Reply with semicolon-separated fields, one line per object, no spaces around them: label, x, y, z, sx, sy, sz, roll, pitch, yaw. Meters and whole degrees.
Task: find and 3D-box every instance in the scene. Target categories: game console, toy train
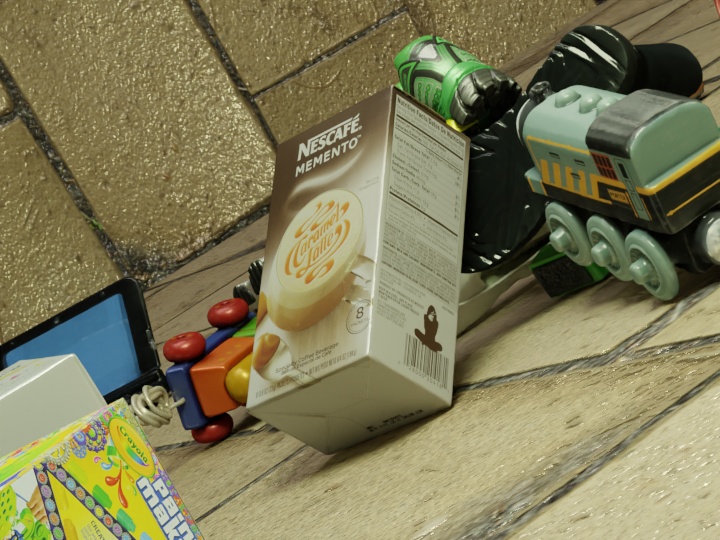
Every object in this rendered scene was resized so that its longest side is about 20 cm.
game console;-0.294;0.116;2.321;0.199;0.117;0.176;-28;6;22
toy train;0.161;-0.057;1.461;0.085;0.114;0.200;-31;21;-14
toy train;-0.091;0.084;1.842;0.115;0.085;0.200;-11;16;31
toy train;0.190;-0.030;1.582;0.200;0.042;0.056;-24;18;45

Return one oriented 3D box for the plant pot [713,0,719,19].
plant pot;0.355;-0.247;1.916;0.200;0.201;0.177;-27;17;23

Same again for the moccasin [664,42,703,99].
moccasin;0.235;-0.166;2.276;0.074;0.078;0.201;-33;7;-26

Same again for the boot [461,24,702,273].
boot;0.142;-0.076;1.645;0.200;0.076;0.168;-53;-22;14

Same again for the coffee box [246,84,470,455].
coffee box;0.000;0.000;1.545;0.114;0.080;0.201;-25;47;39

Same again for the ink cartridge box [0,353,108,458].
ink cartridge box;-0.227;0.151;1.584;0.145;0.145;0.200;-32;6;-17

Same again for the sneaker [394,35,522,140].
sneaker;0.071;-0.103;1.688;0.078;0.085;0.200;-41;-23;-13

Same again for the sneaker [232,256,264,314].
sneaker;-0.053;0.009;2.236;0.090;0.078;0.200;-30;5;-18

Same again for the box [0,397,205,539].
box;-0.217;0.190;1.334;0.199;0.122;0.193;-26;6;31

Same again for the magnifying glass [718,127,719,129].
magnifying glass;0.245;-0.084;1.607;0.199;0.022;0.080;-18;-5;-28

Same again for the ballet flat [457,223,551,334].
ballet flat;0.086;-0.011;1.731;0.199;0.070;0.069;-30;6;-23
